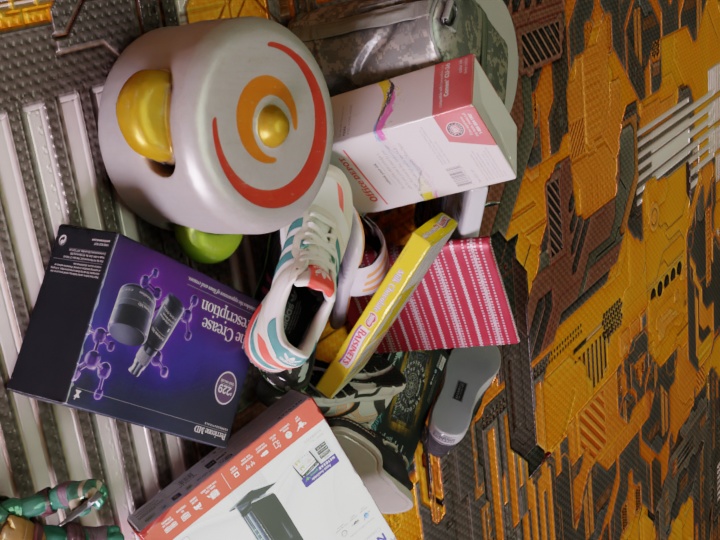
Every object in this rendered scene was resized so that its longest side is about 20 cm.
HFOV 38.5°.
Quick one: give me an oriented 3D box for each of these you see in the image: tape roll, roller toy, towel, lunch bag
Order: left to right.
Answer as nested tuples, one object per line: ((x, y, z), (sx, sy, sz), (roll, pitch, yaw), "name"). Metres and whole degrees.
((-0.118, -0.124, 0.884), (0.200, 0.139, 0.183), (55, 53, -37), "roller toy")
((0.038, -0.213, 1.051), (0.167, 0.199, 0.140), (30, 62, -53), "lunch bag")
((0.066, 0.029, 1.136), (0.023, 0.199, 0.145), (-65, 141, -48), "towel")
((0.147, -0.268, 1.345), (0.202, 0.037, 0.205), (-12, 105, -55), "tape roll")

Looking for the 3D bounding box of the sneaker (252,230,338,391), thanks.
((-0.065, 0.025, 1.012), (0.076, 0.084, 0.202), (3, 98, -17), "sneaker")

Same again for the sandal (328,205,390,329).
((-0.002, -0.007, 1.072), (0.207, 0.059, 0.080), (104, -24, -61), "sandal")

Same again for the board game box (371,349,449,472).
((0.041, 0.164, 1.267), (0.135, 0.028, 0.201), (47, 58, -47), "board game box")

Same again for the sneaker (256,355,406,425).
((-0.035, 0.142, 1.118), (0.199, 0.074, 0.080), (7, 121, -44), "sneaker")

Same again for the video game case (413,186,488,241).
((0.098, -0.074, 1.165), (0.183, 0.023, 0.201), (-104, -166, -45), "video game case")

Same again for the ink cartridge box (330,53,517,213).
((0.039, -0.124, 0.997), (0.117, 0.199, 0.068), (47, 39, -47), "ink cartridge box")

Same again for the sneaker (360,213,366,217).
((-0.051, -0.098, 1.058), (0.081, 0.074, 0.200), (-60, 137, -23), "sneaker")

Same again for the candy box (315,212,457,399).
((0.027, 0.035, 1.050), (0.201, 0.026, 0.102), (-58, 173, 23), "candy box")

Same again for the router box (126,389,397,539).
((-0.088, 0.245, 0.975), (0.200, 0.049, 0.180), (-37, 109, -21), "router box")

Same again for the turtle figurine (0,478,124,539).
((-0.255, 0.215, 0.786), (0.150, 0.100, 0.200), (-53, 153, -15), "turtle figurine")

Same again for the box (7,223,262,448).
((-0.184, 0.062, 0.886), (0.200, 0.078, 0.142), (30, 73, -53), "box")

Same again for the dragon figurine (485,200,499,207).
((0.128, -0.001, 1.340), (0.200, 0.058, 0.100), (-57, 138, -38), "dragon figurine")

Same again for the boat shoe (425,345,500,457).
((0.133, 0.170, 1.374), (0.200, 0.069, 0.067), (-63, 174, -48), "boat shoe")

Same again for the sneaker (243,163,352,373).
((-0.039, -0.004, 0.920), (0.070, 0.093, 0.201), (24, 76, -23), "sneaker")

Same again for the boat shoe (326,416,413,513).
((0.005, 0.204, 1.138), (0.200, 0.073, 0.061), (48, 31, -45), "boat shoe")
